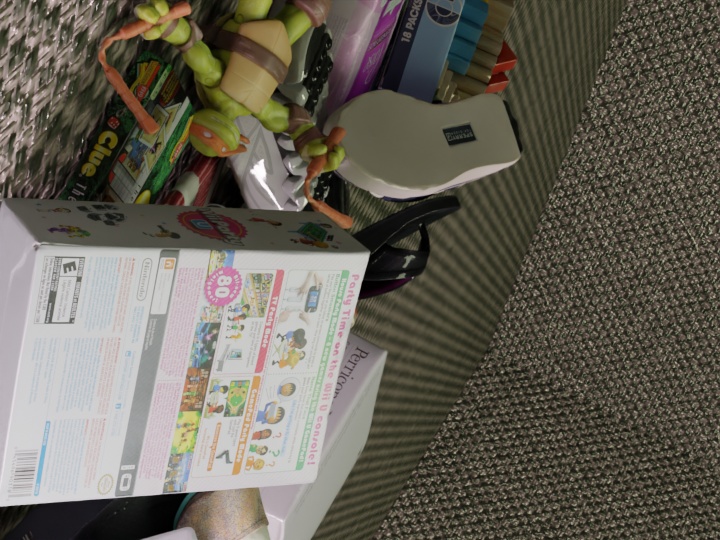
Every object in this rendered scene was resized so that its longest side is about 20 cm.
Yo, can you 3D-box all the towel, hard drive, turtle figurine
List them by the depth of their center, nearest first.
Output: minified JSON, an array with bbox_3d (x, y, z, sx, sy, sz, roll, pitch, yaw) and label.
[{"bbox_3d":[-0.053,-0.123,0.984,0.064,0.199,0.162,18,-103,55],"label":"turtle figurine"},{"bbox_3d":[-0.140,0.007,1.092,0.200,0.023,0.145,-62,177,-61],"label":"towel"},{"bbox_3d":[-0.144,0.149,1.100,0.200,0.042,0.135,-41,157,3],"label":"hard drive"}]

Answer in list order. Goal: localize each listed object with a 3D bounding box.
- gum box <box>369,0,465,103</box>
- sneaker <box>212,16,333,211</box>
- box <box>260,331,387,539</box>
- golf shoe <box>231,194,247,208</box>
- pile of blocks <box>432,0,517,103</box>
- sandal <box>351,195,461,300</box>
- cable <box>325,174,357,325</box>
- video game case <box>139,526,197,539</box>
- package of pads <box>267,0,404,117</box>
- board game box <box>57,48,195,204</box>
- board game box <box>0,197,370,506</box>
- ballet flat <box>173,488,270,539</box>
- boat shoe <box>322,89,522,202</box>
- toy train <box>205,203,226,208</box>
[{"bbox_3d":[0.037,-0.180,1.320,0.200,0.044,0.171,132,-23,-74],"label":"gum box"},{"bbox_3d":[-0.061,-0.086,1.110,0.201,0.080,0.076,91,14,-45],"label":"sneaker"},{"bbox_3d":[-0.084,0.163,1.546,0.200,0.130,0.201,-57,169,-32],"label":"box"},{"bbox_3d":[-0.083,-0.028,1.275,0.200,0.076,0.089,-20,121,-85],"label":"golf shoe"},{"bbox_3d":[0.083,-0.145,1.299,0.082,0.062,0.202,146,-36,-78],"label":"pile of blocks"},{"bbox_3d":[-0.001,0.001,1.214,0.200,0.048,0.075,-28,178,-37],"label":"sandal"},{"bbox_3d":[-0.013,-0.014,1.346,0.200,0.050,0.098,-71,150,-61],"label":"cable"},{"bbox_3d":[-0.194,0.220,1.062,0.198,0.023,0.183,-13,155,-10],"label":"video game case"},{"bbox_3d":[-0.007,-0.200,1.160,0.201,0.075,0.121,-67,171,25],"label":"package of pads"},{"bbox_3d":[-0.158,-0.023,1.000,0.201,0.023,0.105,-62,173,-9],"label":"board game box"},{"bbox_3d":[-0.105,0.043,0.937,0.198,0.064,0.149,2,112,-33],"label":"board game box"},{"bbox_3d":[-0.085,0.191,1.133,0.068,0.067,0.200,-34,164,-19],"label":"ballet flat"},{"bbox_3d":[0.022,-0.074,1.165,0.092,0.075,0.199,-25,168,38],"label":"boat shoe"},{"bbox_3d":[-0.123,0.035,1.052,0.057,0.041,0.201,96,16,-50],"label":"toy train"}]
